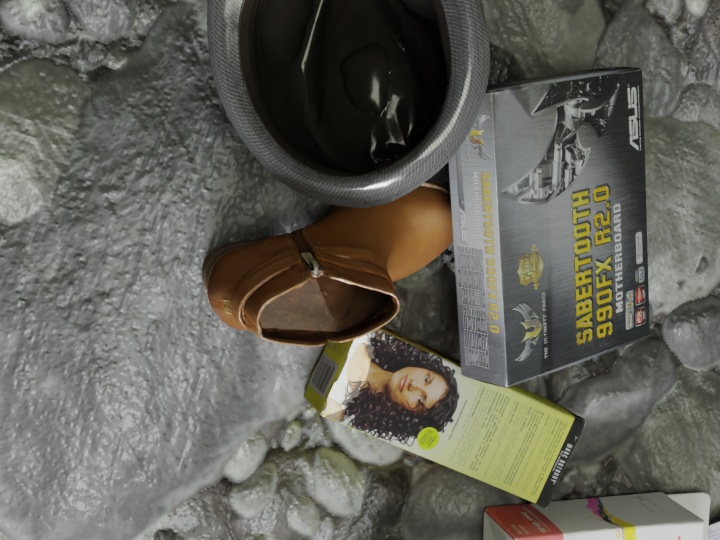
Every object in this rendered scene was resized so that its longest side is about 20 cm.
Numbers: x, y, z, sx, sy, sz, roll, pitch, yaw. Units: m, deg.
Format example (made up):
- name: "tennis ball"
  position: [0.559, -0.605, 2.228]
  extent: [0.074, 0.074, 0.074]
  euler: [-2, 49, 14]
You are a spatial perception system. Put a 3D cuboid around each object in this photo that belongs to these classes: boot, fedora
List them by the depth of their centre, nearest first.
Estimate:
- name: "fedora"
  position: [-0.003, -0.140, 0.820]
  extent: [0.175, 0.090, 0.202]
  euler: [-22, 86, 10]
- name: "boot"
  position: [0.000, 0.000, 0.828]
  extent: [0.198, 0.155, 0.074]
  euler: [-20, 106, -14]

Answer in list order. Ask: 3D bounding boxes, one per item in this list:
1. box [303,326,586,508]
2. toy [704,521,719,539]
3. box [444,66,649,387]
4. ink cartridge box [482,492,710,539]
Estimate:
- name: "box"
  position: [0.063, 0.101, 0.925]
  extent: [0.198, 0.050, 0.076]
  euler: [23, 92, -22]
- name: "toy"
  position: [0.363, 0.282, 1.054]
  extent: [0.114, 0.047, 0.202]
  euler: [-23, 92, 13]
- name: "box"
  position: [0.136, -0.035, 0.898]
  extent: [0.157, 0.048, 0.202]
  euler: [-13, 104, -39]
- name: "ink cartridge box"
  position: [0.196, 0.241, 0.985]
  extent: [0.198, 0.067, 0.118]
  euler: [-2, 100, -17]
